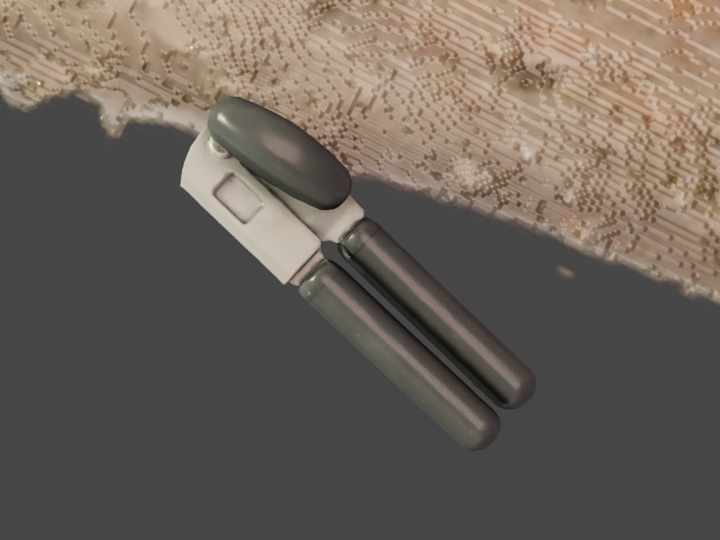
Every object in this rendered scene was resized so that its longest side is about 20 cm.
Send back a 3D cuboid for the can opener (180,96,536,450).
[{"bbox_3d":[0.000,0.000,0.970,0.200,0.067,0.053,43,78,-1],"label":"can opener"}]
